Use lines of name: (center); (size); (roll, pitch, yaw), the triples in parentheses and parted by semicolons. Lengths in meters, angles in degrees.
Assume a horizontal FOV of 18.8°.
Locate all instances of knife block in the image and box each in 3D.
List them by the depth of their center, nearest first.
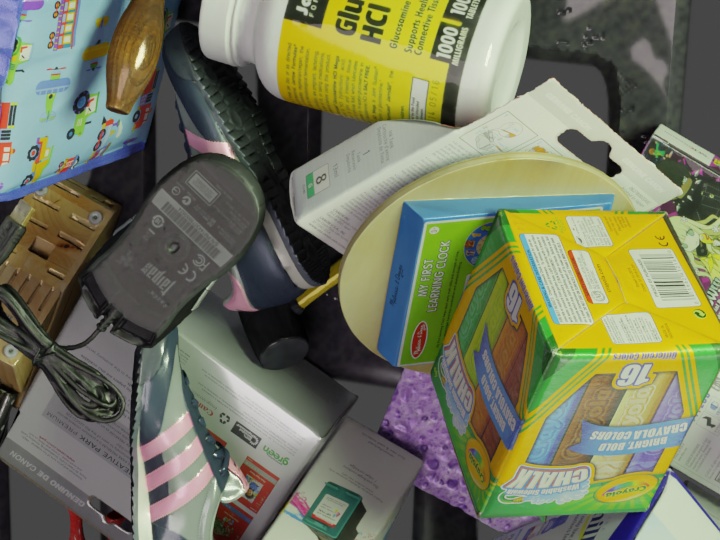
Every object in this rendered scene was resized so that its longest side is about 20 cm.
knife block: (-0.250, 0.045, 1.607); (0.064, 0.201, 0.176); (28, 160, 6)

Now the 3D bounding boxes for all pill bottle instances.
pill bottle: (0.002, -0.154, 1.412); (0.199, 0.112, 0.113); (16, 113, 13)

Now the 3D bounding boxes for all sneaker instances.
sneaker: (-0.099, -0.066, 1.475); (0.082, 0.070, 0.201); (-27, 86, 24)
sneaker: (-0.118, 0.123, 1.494); (0.082, 0.070, 0.201); (-1, 107, -5)

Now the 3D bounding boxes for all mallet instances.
mallet: (0.000, 0.000, 1.498); (0.199, 0.041, 0.066); (-29, 57, 22)

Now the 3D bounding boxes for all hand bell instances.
hand bell: (-0.129, -0.197, 1.397); (0.104, 0.104, 0.201); (12, 81, 15)

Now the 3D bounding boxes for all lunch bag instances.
lunch bag: (-0.203, -0.136, 1.439); (0.094, 0.200, 0.151); (21, 114, 10)

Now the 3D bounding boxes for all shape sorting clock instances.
shape sorting clock: (0.083, -0.003, 1.392); (0.199, 0.039, 0.201); (-10, 139, -9)

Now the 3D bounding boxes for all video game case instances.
video game case: (0.228, 0.032, 1.443); (0.181, 0.036, 0.201); (30, 115, 7)

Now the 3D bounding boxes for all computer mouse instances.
computer mouse: (-0.161, -0.013, 1.429); (0.140, 0.046, 0.200); (38, 99, 0)

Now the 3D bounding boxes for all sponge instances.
sponge: (0.110, 0.130, 1.521); (0.199, 0.030, 0.112); (28, 116, 7)

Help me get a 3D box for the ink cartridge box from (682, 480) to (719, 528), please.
ink cartridge box: (0.283, 0.237, 1.498); (0.199, 0.037, 0.095); (33, 115, 8)

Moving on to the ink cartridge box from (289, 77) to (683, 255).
ink cartridge box: (0.080, -0.056, 1.392); (0.199, 0.050, 0.161); (-30, 139, 26)

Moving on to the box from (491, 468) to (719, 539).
box: (0.176, 0.258, 1.465); (0.200, 0.105, 0.184); (-29, 106, 44)

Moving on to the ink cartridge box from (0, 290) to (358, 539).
ink cartridge box: (-0.135, 0.112, 1.569); (0.200, 0.084, 0.176); (36, 115, 4)

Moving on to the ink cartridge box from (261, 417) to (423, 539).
ink cartridge box: (-0.041, 0.211, 1.493); (0.067, 0.200, 0.116); (30, 137, 6)

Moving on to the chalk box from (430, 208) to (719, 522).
chalk box: (0.126, 0.074, 1.366); (0.123, 0.125, 0.201); (0, 134, -22)

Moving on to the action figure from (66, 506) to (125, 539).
action figure: (-0.194, 0.259, 1.662); (0.065, 0.052, 0.201); (14, 118, 20)
